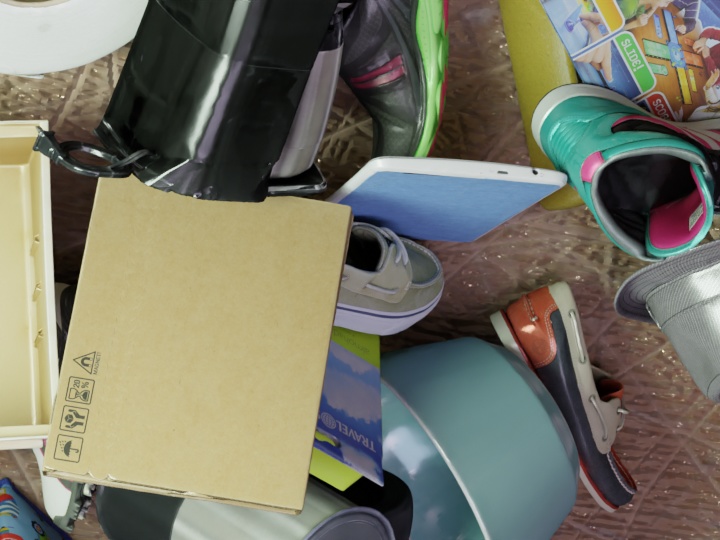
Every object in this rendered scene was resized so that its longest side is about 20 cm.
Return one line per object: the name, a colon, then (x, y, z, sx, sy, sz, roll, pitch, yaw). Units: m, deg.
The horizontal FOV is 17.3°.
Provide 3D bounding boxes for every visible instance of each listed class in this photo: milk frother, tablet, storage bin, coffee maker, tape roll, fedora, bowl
milk frother: (-0.066, 0.129, 1.620, 0.180, 0.188, 0.200, -37, 135, -30)
tablet: (0.044, -0.046, 1.558, 0.130, 0.200, 0.014, 4, 79, -15)
storage bin: (-0.295, 0.014, 1.493, 0.198, 0.094, 0.201, -2, 82, -12)
coffee maker: (-0.075, -0.150, 1.430, 0.134, 0.192, 0.200, 30, 117, 21)
tape roll: (-0.204, -0.218, 1.467, 0.202, 0.037, 0.203, -6, 123, -10)
fedora: (0.273, 0.036, 1.642, 0.176, 0.091, 0.200, -19, 167, 14)
bowl: (0.081, 0.126, 1.670, 0.105, 0.201, 0.201, -31, 125, -16)

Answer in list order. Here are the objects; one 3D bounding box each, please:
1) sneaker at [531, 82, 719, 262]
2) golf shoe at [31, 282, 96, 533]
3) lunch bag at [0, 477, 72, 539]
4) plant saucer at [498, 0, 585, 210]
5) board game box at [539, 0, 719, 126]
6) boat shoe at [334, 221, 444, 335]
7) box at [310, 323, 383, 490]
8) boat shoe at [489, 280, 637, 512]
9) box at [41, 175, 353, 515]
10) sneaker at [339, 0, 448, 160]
sneaker: (0.215, -0.054, 1.514, 0.199, 0.121, 0.084, 12, 119, -20)
golf shoe: (-0.212, 0.090, 1.646, 0.088, 0.077, 0.201, 13, 122, 8)
lunch bag: (-0.211, 0.271, 1.696, 0.094, 0.151, 0.200, -41, 121, 13)
plant saucer: (0.206, -0.137, 1.604, 0.199, 0.048, 0.200, -16, 124, -3)
board game box: (0.209, -0.147, 1.548, 0.135, 0.034, 0.200, -29, 124, 6)
boat shoe: (0.000, 0.000, 1.582, 0.062, 0.072, 0.200, -42, 158, 30)
box: (-0.044, 0.055, 1.572, 0.122, 0.200, 0.048, 31, 125, -27)
boat shoe: (0.162, 0.094, 1.727, 0.062, 0.071, 0.200, -29, 119, 3)
box: (-0.099, 0.042, 1.463, 0.163, 0.201, 0.021, 9, 161, 0)
sneaker: (0.015, -0.144, 1.552, 0.083, 0.077, 0.201, 3, 119, 6)
